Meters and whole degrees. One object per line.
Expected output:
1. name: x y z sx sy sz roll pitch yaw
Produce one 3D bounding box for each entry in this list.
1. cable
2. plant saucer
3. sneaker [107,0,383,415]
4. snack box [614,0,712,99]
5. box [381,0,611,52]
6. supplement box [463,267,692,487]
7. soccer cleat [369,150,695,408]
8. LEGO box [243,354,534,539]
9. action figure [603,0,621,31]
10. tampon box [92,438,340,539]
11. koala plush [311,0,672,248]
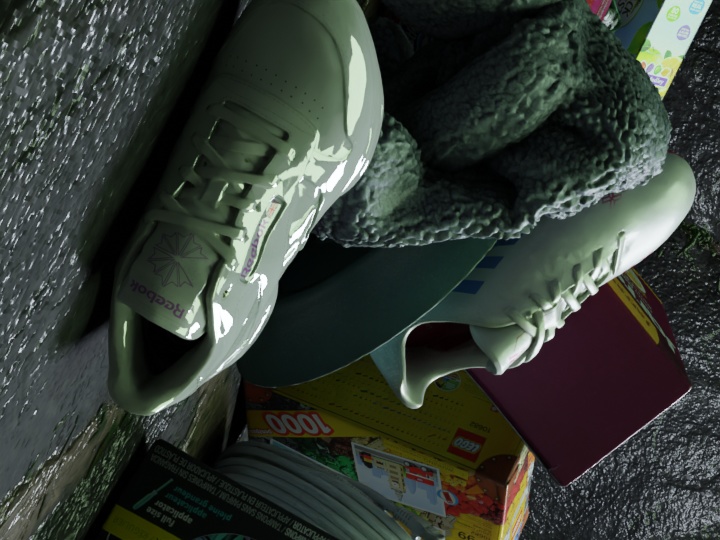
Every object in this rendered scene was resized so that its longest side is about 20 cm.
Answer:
1. cable: -0.030 0.204 1.185 0.069 0.199 0.201 -53 162 -27
2. plant saucer: 0.001 -0.018 0.937 0.199 0.036 0.201 -32 -158 15
3. sneaker: -0.050 -0.024 0.690 0.202 0.074 0.100 -67 174 25
4. snack box: 0.183 -0.231 1.266 0.052 0.200 0.143 6 119 -34
5. box: 0.072 -0.132 1.020 0.095 0.100 0.201 -35 157 -35
6. supplement box: 0.120 0.026 1.051 0.103 0.131 0.200 -38 -172 12
7. soccer cleat: 0.095 0.010 0.896 0.198 0.070 0.087 -28 -141 14
8. LEGO box: 0.023 0.127 1.201 0.150 0.198 0.078 90 25 -51
9. action figure: 0.129 -0.207 1.126 0.119 0.055 0.199 -53 146 6
10. tampon box: -0.101 0.228 0.937 0.201 0.149 0.127 -61 173 -22
11. koala plush: 0.061 -0.135 0.820 0.178 0.181 0.202 -84 171 -64
